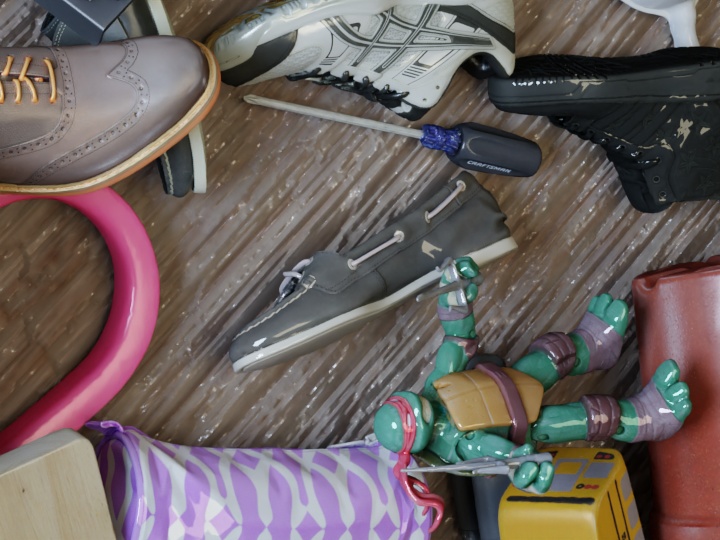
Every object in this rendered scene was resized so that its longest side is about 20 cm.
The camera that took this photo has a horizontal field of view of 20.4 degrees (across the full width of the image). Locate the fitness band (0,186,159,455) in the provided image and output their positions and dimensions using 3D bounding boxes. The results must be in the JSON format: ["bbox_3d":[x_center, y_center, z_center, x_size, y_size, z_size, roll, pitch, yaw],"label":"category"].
[{"bbox_3d":[-0.193,0.032,1.033,0.200,0.037,0.144,-41,112,-20],"label":"fitness band"}]

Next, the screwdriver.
[{"bbox_3d":[0.023,-0.081,1.151,0.199,0.029,0.028,10,89,-34],"label":"screwdriver"}]

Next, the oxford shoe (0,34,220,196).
[{"bbox_3d":[-0.166,-0.077,0.973,0.199,0.073,0.072,-18,66,-3],"label":"oxford shoe"}]

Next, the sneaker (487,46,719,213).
[{"bbox_3d":[0.172,-0.079,1.218,0.198,0.060,0.105,-6,112,-17],"label":"sneaker"}]

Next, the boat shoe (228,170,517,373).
[{"bbox_3d":[0.000,0.000,1.133,0.199,0.067,0.057,-24,83,-31],"label":"boat shoe"}]

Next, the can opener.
[{"bbox_3d":[0.070,0.149,1.185,0.066,0.053,0.202,-8,98,-28],"label":"can opener"}]

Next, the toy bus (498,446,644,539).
[{"bbox_3d":[0.137,0.209,1.177,0.078,0.065,0.201,-49,129,-50],"label":"toy bus"}]

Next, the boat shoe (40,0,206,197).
[{"bbox_3d":[-0.132,-0.128,1.046,0.067,0.072,0.201,-22,108,-6],"label":"boat shoe"}]

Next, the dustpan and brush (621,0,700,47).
[{"bbox_3d":[0.196,-0.188,1.240,0.139,0.057,0.201,-23,98,-25],"label":"dustpan and brush"}]

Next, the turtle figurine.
[{"bbox_3d":[0.077,0.067,1.104,0.199,0.101,0.150,-8,61,-32],"label":"turtle figurine"}]

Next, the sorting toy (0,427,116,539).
[{"bbox_3d":[-0.215,0.194,0.996,0.198,0.069,0.201,-23,119,-26],"label":"sorting toy"}]

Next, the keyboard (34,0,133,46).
[{"bbox_3d":[-0.197,-0.180,0.969,0.200,0.021,0.127,37,70,4],"label":"keyboard"}]

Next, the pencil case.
[{"bbox_3d":[-0.053,0.127,1.085,0.199,0.084,0.086,5,85,-34],"label":"pencil case"}]

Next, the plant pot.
[{"bbox_3d":[0.256,0.085,1.218,0.200,0.200,0.197,-11,92,-29],"label":"plant pot"}]

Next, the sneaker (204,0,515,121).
[{"bbox_3d":[0.009,-0.122,1.116,0.199,0.076,0.088,-18,103,-27],"label":"sneaker"}]
